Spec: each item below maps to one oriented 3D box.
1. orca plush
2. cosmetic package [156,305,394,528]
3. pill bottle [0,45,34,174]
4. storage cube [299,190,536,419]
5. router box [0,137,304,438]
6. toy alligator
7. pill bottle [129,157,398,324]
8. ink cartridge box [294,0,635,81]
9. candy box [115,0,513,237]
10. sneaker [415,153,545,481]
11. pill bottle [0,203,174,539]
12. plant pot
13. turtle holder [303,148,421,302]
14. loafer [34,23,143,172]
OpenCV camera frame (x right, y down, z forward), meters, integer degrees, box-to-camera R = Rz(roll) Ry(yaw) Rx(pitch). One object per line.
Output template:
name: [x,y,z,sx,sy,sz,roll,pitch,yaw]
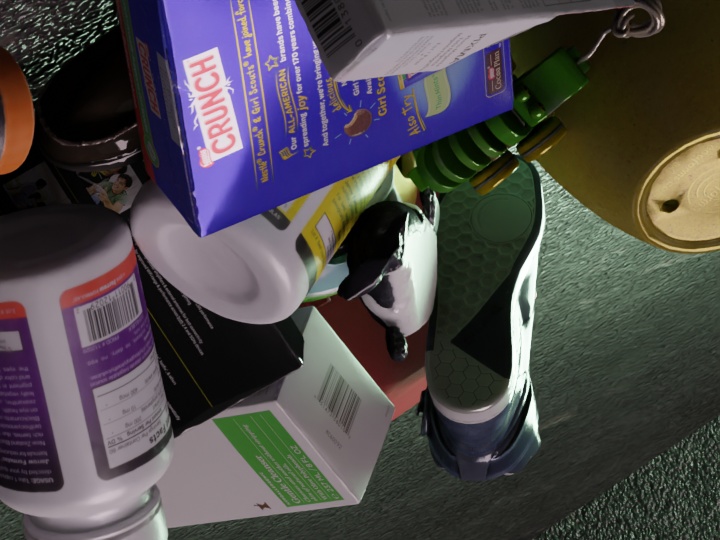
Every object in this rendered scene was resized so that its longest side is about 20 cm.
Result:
orca plush: [0.000,0.000,1.760,0.071,0.105,0.200,9,-173,8]
cosmetic package: [-0.093,0.097,1.900,0.200,0.108,0.085,-13,-139,36]
pill bottle: [-0.262,-0.066,1.488,0.200,0.106,0.106,-16,162,-40]
storage cube: [-0.024,0.019,2.032,0.180,0.200,0.171,-30,170,-39]
router box: [-0.146,0.006,1.775,0.149,0.200,0.051,-28,-162,9]
toy alligator: [0.088,-0.091,1.671,0.200,0.059,0.054,-35,-173,37]
pill bottle: [-0.037,-0.076,1.712,0.200,0.112,0.112,-56,-179,-28]
ink cartridge box: [0.030,-0.181,1.487,0.057,0.163,0.200,-35,164,35]
candy box: [-0.025,-0.134,1.581,0.200,0.077,0.169,-23,131,-20]
sneaker: [0.081,0.038,1.925,0.077,0.202,0.146,5,148,12]
pill bottle: [-0.169,0.072,1.712,0.111,0.200,0.111,-9,-159,3]
plant pot: [0.186,-0.094,1.736,0.200,0.142,0.200,-9,138,-8]
turtle holder: [-0.016,-0.050,1.864,0.185,0.141,0.132,11,167,-15]
loafer: [-0.102,-0.130,1.649,0.200,0.073,0.071,-34,152,3]
